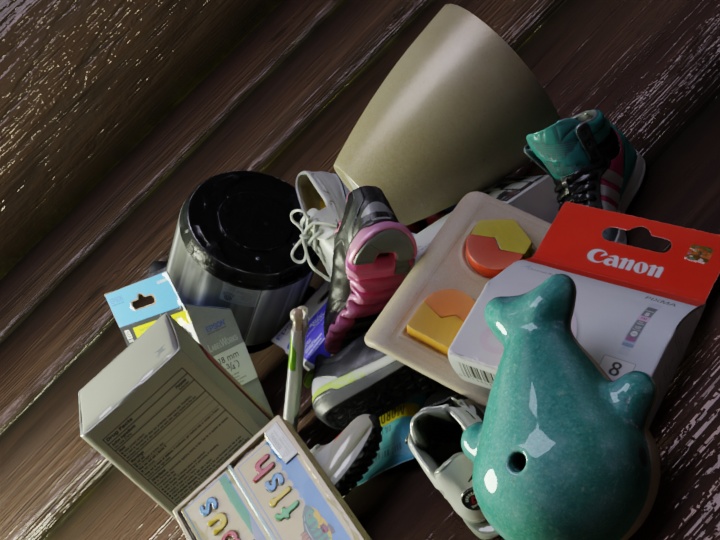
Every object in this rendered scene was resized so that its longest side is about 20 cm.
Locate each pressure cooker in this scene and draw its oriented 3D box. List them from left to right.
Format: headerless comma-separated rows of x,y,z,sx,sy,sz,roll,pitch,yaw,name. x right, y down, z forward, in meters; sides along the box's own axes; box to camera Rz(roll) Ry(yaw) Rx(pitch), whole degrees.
-0.149,0.002,1.431,0.178,0.176,0.200,-34,-21,-37,pressure cooker

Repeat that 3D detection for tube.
0.039,0.114,1.149,0.077,0.050,0.200,-38,27,39,tube

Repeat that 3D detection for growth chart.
-0.065,0.105,1.200,0.200,0.018,0.145,-130,46,-88,growth chart

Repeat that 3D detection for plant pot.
0.076,-0.141,1.249,0.200,0.187,0.187,-42,22,-3,plant pot

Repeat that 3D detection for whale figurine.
0.128,0.101,0.838,0.159,0.104,0.201,-22,68,34,whale figurine

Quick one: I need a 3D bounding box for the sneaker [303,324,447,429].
0.033,0.072,1.095,0.200,0.072,0.083,-25,50,12,sneaker

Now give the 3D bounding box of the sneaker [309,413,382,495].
-0.069,0.192,1.077,0.200,0.093,0.070,-50,-16,3,sneaker

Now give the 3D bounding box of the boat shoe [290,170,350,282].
-0.041,-0.043,1.320,0.075,0.086,0.202,-55,34,36,boat shoe

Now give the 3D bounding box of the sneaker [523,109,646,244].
0.201,-0.080,1.113,0.083,0.121,0.200,-23,31,41,sneaker

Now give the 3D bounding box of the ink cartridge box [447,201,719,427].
0.186,0.022,0.955,0.162,0.057,0.200,16,65,33,ink cartridge box

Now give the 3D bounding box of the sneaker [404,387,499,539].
0.076,0.133,0.990,0.074,0.089,0.200,-43,20,5,sneaker

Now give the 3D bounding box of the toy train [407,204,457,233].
0.030,-0.099,1.418,0.200,0.115,0.085,-5,66,57,toy train

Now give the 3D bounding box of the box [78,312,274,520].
-0.168,0.164,1.193,0.128,0.200,0.109,-41,23,1,box

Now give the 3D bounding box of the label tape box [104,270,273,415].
-0.196,0.097,1.359,0.063,0.201,0.144,-26,6,-43,label tape box

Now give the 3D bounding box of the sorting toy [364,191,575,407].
0.128,0.028,1.023,0.200,0.037,0.185,25,64,25,sorting toy

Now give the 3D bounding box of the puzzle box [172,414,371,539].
-0.067,0.235,1.006,0.133,0.025,0.200,-43,52,3,puzzle box

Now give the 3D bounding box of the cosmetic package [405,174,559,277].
0.107,-0.031,1.202,0.200,0.051,0.082,-33,15,-25,cosmetic package

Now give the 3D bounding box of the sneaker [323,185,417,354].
0.000,0.000,1.135,0.200,0.079,0.096,108,148,-47,sneaker

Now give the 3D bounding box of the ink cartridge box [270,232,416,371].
0.009,0.039,1.326,0.198,0.043,0.200,-48,24,-9,ink cartridge box
